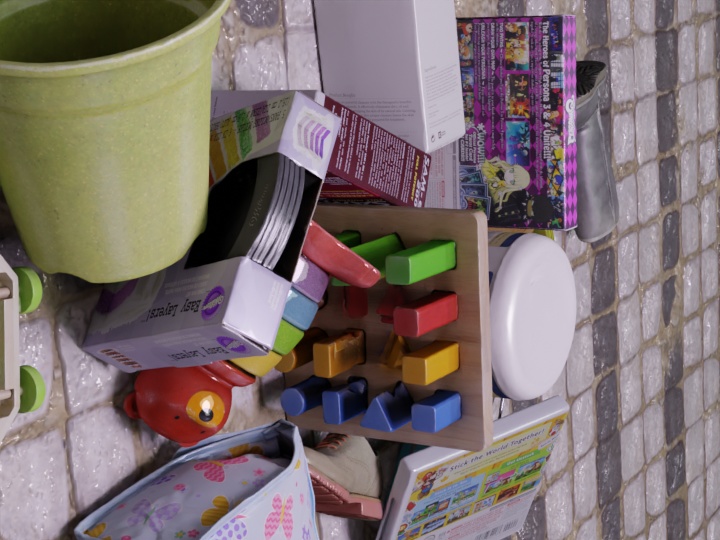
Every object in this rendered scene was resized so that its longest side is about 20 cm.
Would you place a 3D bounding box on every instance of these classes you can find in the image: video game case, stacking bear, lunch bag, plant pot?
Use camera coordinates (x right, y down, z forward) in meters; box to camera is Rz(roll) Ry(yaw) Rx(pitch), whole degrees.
[{"bbox_3d":[0.119,-0.142,1.581,0.036,0.180,0.202,-15,105,-58],"label":"video game case"},{"bbox_3d":[-0.099,0.043,1.268,0.121,0.114,0.201,36,88,-39],"label":"stacking bear"},{"bbox_3d":[-0.108,0.231,1.281,0.200,0.126,0.171,-33,124,-41],"label":"lunch bag"},{"bbox_3d":[-0.174,-0.102,1.097,0.201,0.199,0.185,-50,145,-45],"label":"plant pot"},{"bbox_3d":[0.101,0.217,1.593,0.199,0.023,0.183,-17,139,-34],"label":"video game case"}]

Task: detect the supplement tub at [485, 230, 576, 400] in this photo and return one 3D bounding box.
[{"bbox_3d":[0.076,0.034,1.470,0.144,0.199,0.146,-12,104,-56],"label":"supplement tub"}]

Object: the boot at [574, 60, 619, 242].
[{"bbox_3d":[0.254,-0.129,1.940,0.182,0.072,0.202,-34,128,-52],"label":"boot"}]

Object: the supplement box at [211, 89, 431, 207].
[{"bbox_3d":[-0.033,-0.096,1.395,0.200,0.108,0.061,21,75,-58],"label":"supplement box"}]

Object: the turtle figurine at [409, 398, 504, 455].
[{"bbox_3d":[0.086,0.085,1.610,0.101,0.149,0.201,42,47,-32],"label":"turtle figurine"}]

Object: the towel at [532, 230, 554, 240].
[{"bbox_3d":[0.182,-0.086,1.801,0.018,0.086,0.202,-19,114,-19],"label":"towel"}]

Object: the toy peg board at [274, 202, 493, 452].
[{"bbox_3d":[-0.001,0.052,1.375,0.098,0.199,0.201,-18,109,-56],"label":"toy peg board"}]

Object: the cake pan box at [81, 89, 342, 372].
[{"bbox_3d":[-0.106,-0.024,1.189,0.052,0.199,0.186,28,68,-33],"label":"cake pan box"}]

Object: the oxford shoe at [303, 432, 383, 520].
[{"bbox_3d":[-0.032,0.173,1.473,0.200,0.070,0.074,44,52,-66],"label":"oxford shoe"}]

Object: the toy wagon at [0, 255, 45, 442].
[{"bbox_3d":[-0.270,0.031,1.069,0.155,0.039,0.202,-10,101,-59],"label":"toy wagon"}]

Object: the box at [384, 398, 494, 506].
[{"bbox_3d":[0.088,0.166,1.689,0.082,0.049,0.201,49,52,-51],"label":"box"}]

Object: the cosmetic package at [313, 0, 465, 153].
[{"bbox_3d":[0.024,-0.211,1.485,0.085,0.107,0.202,-28,119,-55],"label":"cosmetic package"}]

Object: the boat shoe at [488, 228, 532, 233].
[{"bbox_3d":[0.149,-0.121,1.747,0.070,0.070,0.201,-96,175,-50],"label":"boat shoe"}]
